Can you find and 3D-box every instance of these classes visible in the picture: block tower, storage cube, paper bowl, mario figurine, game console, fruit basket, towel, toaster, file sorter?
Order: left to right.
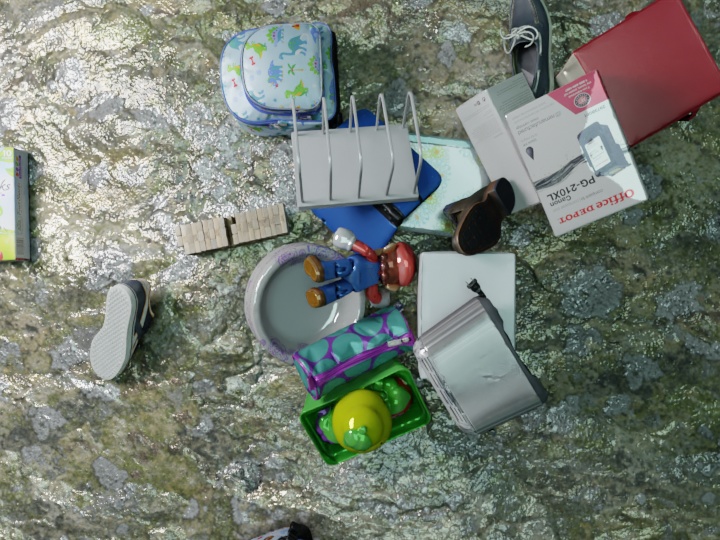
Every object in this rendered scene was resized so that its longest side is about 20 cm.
[{"bbox_3d":[-0.224,-0.071,1.143,0.196,0.058,0.055,-12,89,5],"label":"block tower"},{"bbox_3d":[-0.099,0.053,1.091,0.197,0.104,0.205,-3,98,-22],"label":"paper bowl"},{"bbox_3d":[-0.007,-0.192,1.003,0.196,0.125,0.141,-5,69,-6],"label":"file sorter"},{"bbox_3d":[0.000,0.000,1.040,0.197,0.124,0.107,-11,57,-27],"label":"mario figurine"},{"bbox_3d":[0.008,0.242,1.044,0.213,0.216,0.157,-24,120,3],"label":"fruit basket"},{"bbox_3d":[0.013,-0.145,1.115,0.170,0.119,0.200,-42,76,-18],"label":"game console"},{"bbox_3d":[0.137,-0.149,1.130,0.196,0.048,0.175,7,93,3],"label":"towel"},{"bbox_3d":[0.159,0.128,0.894,0.128,0.114,0.202,-32,90,4],"label":"toaster"},{"bbox_3d":[0.445,-0.307,1.052,0.178,0.171,0.202,-30,89,4],"label":"storage cube"}]

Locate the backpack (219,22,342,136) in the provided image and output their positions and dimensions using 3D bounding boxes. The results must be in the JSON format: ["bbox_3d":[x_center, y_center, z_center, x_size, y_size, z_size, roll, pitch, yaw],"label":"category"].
[{"bbox_3d":[-0.139,-0.329,1.095,0.196,0.147,0.187,-4,87,6],"label":"backpack"}]

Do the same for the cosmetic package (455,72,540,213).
[{"bbox_3d":[0.260,-0.212,1.074,0.107,0.084,0.202,-29,95,-33],"label":"cosmetic package"}]

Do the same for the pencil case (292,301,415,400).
[{"bbox_3d":[-0.008,0.130,1.035,0.198,0.092,0.086,-25,107,-16],"label":"pencil case"}]

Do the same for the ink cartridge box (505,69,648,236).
[{"bbox_3d":[0.326,-0.173,0.964,0.143,0.084,0.203,-23,93,25],"label":"ink cartridge box"}]

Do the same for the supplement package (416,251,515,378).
[{"bbox_3d":[0.165,0.068,1.049,0.144,0.200,0.195,1,90,3],"label":"supplement package"}]

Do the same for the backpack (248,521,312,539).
[{"bbox_3d":[-0.159,0.539,1.088,0.187,0.154,0.203,-15,83,-5],"label":"backpack"}]

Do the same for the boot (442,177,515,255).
[{"bbox_3d":[0.170,-0.072,1.012,0.096,0.200,0.075,-19,108,43],"label":"boot"}]

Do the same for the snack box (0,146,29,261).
[{"bbox_3d":[-0.684,-0.118,1.167,0.139,0.053,0.204,-1,89,2],"label":"snack box"}]

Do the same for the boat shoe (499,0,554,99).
[{"bbox_3d":[0.286,-0.387,1.106,0.074,0.061,0.204,-1,96,47],"label":"boat shoe"}]

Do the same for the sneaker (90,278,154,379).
[{"bbox_3d":[-0.420,0.104,1.146,0.078,0.079,0.202,32,116,9],"label":"sneaker"}]
